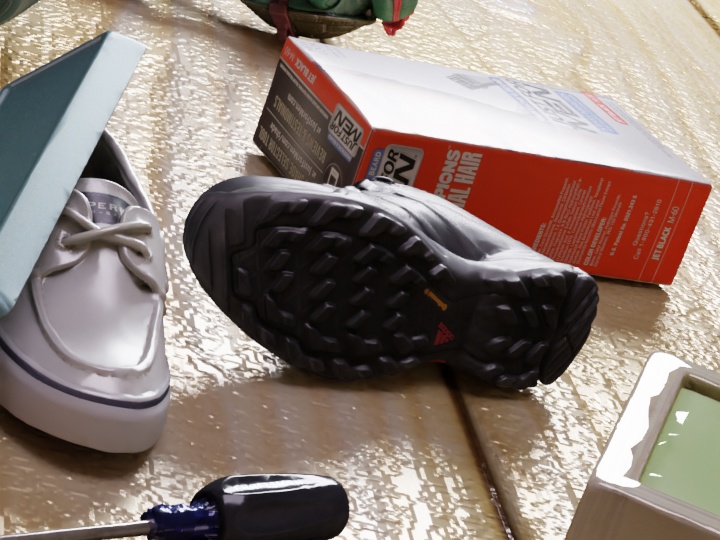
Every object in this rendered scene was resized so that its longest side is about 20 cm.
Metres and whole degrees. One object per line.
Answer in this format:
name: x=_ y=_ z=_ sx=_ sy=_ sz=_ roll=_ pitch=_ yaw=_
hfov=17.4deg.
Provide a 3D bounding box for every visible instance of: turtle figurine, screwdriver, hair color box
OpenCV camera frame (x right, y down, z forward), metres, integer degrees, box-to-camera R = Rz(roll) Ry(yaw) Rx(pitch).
turtle figurine: x=-0.037 y=-0.182 z=1.347 sx=0.199 sy=0.101 sz=0.150 roll=6 pitch=5 yaw=7
screwdriver: x=-0.080 y=0.080 z=0.749 sx=0.199 sy=0.028 sz=0.029 roll=5 pitch=54 yaw=-43
hair color box: x=0.061 y=-0.054 z=1.166 sx=0.199 sy=0.064 sz=0.111 roll=6 pitch=25 yaw=-30

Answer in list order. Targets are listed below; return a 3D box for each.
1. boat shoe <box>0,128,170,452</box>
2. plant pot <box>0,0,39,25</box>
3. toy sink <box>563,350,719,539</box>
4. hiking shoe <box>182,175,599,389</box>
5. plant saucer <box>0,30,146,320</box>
boat shoe: x=-0.103 y=-0.002 z=0.883 sx=0.072 sy=0.066 sz=0.200 roll=15 pitch=21 yaw=-13
plant pot: x=-0.203 y=-0.195 z=1.146 sx=0.199 sy=0.200 sz=0.135 roll=13 pitch=57 yaw=-18
toy sink: x=0.159 y=0.122 z=0.747 sx=0.199 sy=0.112 sz=0.130 roll=23 pitch=21 yaw=9
hiking shoe: x=0.000 y=0.000 z=0.985 sx=0.199 sy=0.076 sz=0.101 roll=16 pitch=10 yaw=-36
plant saucer: x=-0.133 y=-0.031 z=0.875 sx=0.019 sy=0.070 sz=0.200 roll=56 pitch=25 yaw=-22
